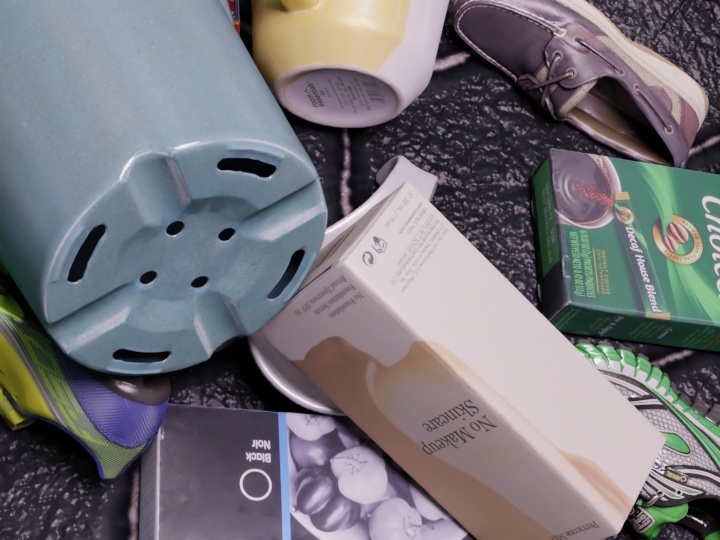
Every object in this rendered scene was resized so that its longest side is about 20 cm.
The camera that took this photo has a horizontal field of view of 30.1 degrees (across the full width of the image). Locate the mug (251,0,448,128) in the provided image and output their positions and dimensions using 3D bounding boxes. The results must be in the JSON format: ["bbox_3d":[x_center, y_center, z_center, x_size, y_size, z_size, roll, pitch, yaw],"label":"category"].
[{"bbox_3d":[-0.022,-0.183,0.853,0.186,0.149,0.154,16,67,-28],"label":"mug"}]

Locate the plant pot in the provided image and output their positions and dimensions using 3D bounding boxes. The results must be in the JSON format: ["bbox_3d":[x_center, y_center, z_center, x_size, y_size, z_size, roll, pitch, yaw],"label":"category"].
[{"bbox_3d":[-0.123,-0.066,0.687,0.199,0.201,0.196,-16,49,-26],"label":"plant pot"}]

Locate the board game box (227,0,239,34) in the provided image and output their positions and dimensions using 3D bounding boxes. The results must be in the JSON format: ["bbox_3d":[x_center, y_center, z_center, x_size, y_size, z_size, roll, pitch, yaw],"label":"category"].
[{"bbox_3d":[-0.173,-0.176,0.789,0.198,0.200,0.062,-9,65,-8],"label":"board game box"}]

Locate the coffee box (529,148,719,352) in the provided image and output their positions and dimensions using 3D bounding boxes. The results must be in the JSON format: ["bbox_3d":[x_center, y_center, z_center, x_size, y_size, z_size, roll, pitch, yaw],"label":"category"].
[{"bbox_3d":[0.215,-0.010,0.903,0.198,0.044,0.124,9,60,-16],"label":"coffee box"}]

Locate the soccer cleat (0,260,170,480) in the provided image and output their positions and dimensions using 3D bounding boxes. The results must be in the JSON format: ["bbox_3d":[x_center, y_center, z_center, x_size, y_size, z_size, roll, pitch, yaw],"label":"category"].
[{"bbox_3d":[-0.194,0.040,0.722,0.199,0.084,0.065,31,17,13],"label":"soccer cleat"}]

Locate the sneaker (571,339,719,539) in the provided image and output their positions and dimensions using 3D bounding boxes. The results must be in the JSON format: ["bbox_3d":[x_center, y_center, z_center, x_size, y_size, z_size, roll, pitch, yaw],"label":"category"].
[{"bbox_3d":[0.166,0.107,0.806,0.199,0.078,0.086,25,59,-6],"label":"sneaker"}]

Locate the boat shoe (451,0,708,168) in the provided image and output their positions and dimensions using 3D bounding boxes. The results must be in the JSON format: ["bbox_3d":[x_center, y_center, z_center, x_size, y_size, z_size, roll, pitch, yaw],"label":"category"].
[{"bbox_3d":[0.150,-0.135,0.931,0.199,0.072,0.065,29,53,-10],"label":"boat shoe"}]

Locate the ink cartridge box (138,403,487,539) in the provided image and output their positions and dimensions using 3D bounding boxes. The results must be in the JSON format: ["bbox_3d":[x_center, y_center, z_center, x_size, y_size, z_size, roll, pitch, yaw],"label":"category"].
[{"bbox_3d":[-0.020,0.176,0.725,0.197,0.043,0.201,6,63,-18],"label":"ink cartridge box"}]

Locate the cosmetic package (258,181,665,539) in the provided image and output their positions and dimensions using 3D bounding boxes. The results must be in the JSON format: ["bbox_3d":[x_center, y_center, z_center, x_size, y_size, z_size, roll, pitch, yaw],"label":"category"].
[{"bbox_3d":[0.053,0.061,0.717,0.200,0.105,0.071,43,53,-6],"label":"cosmetic package"}]

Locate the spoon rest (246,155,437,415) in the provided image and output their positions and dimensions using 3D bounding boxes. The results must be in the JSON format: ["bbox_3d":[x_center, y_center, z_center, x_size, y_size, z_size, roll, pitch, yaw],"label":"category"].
[{"bbox_3d":[0.000,0.000,0.800,0.099,0.061,0.201,29,51,-3],"label":"spoon rest"}]
